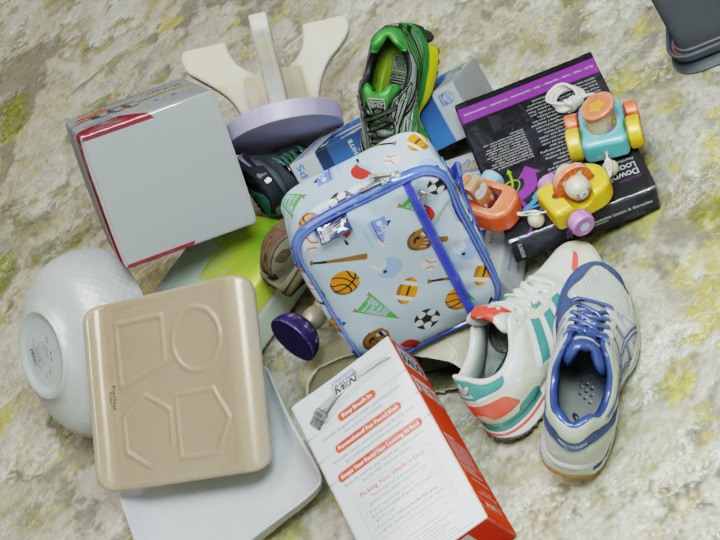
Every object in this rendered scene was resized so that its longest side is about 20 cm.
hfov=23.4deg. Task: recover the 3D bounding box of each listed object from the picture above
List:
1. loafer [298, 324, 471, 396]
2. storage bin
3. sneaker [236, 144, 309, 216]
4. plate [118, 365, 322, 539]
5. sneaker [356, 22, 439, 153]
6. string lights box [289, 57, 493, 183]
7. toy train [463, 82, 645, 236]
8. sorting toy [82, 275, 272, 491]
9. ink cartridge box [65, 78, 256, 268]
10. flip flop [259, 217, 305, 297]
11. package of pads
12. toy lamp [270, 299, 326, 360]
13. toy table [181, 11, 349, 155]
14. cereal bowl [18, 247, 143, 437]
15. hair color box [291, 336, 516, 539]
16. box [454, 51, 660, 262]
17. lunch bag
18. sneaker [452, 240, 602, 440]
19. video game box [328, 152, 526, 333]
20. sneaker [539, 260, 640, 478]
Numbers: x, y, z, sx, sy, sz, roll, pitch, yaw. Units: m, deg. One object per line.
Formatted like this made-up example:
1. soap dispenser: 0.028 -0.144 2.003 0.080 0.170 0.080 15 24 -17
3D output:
1. loafer: 0.027 0.089 1.590 0.200 0.076 0.068 -21 36 28
2. storage bin: 0.350 -0.302 1.615 0.200 0.134 0.146 -19 43 29
3. sneaker: -0.083 -0.110 1.846 0.087 0.075 0.200 -37 6 -3
4. plate: -0.132 0.211 1.660 0.199 0.032 0.200 -41 36 6
5. sneaker: 0.023 -0.142 1.689 0.078 0.085 0.201 4 93 26
6. string lights box: 0.036 -0.139 1.792 0.200 0.059 0.103 -25 12 24
7. toy train: 0.165 -0.105 1.565 0.150 0.056 0.200 23 63 35
8. sorting toy: -0.175 0.111 1.680 0.199 0.036 0.186 -11 80 30
9. ink cartridge box: -0.212 -0.105 1.809 0.145 0.145 0.200 -21 13 -10
10. flip flop: -0.067 -0.023 1.665 0.081 0.058 0.200 -46 12 -9
11. package of pads: -0.147 0.032 1.822 0.154 0.068 0.200 13 61 50
12. toy lamp: 0.000 0.000 1.624 0.058 0.058 0.200 12 51 49
13. toy table: -0.090 -0.198 1.860 0.183 0.118 0.200 -12 -7 -12
14. cereal bowl: -0.296 0.080 1.811 0.083 0.201 0.200 -12 15 -39
15. hair color box: 0.034 0.169 1.472 0.111 0.064 0.200 -37 55 11
16. box: 0.181 -0.108 1.624 0.143 0.036 0.200 -21 45 5
17. lunch bag: 0.030 -0.019 1.492 0.160 0.200 0.076 -25 43 4
18. sneaker: 0.145 0.043 1.505 0.070 0.093 0.200 8 60 47
19. video game box: 0.073 -0.027 1.688 0.200 0.047 0.183 -17 41 32
20. sneaker: 0.191 0.068 1.425 0.075 0.088 0.201 5 57 8
